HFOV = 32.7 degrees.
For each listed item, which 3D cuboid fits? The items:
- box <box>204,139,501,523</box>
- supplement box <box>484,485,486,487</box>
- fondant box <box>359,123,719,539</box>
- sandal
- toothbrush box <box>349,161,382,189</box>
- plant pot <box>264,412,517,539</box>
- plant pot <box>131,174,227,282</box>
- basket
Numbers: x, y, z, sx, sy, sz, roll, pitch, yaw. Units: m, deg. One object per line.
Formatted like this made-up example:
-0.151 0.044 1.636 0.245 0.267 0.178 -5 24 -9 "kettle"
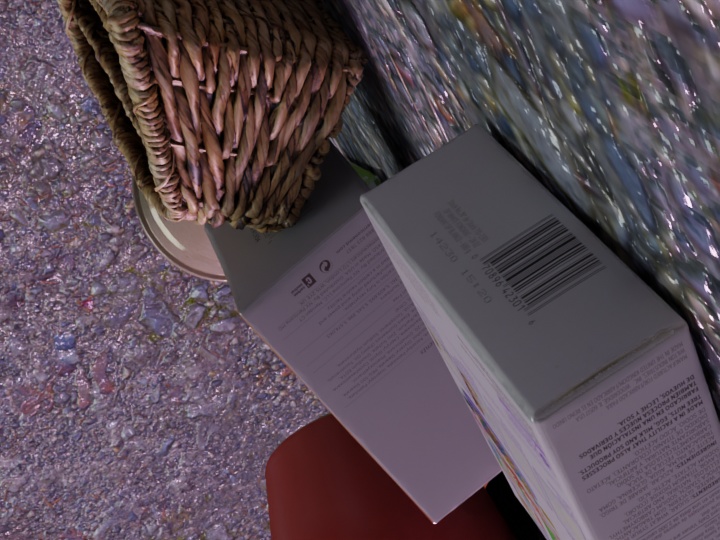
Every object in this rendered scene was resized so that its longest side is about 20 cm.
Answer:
0.010 0.034 0.746 0.200 0.097 0.125 50 -177 -29 "box"
0.132 0.209 1.048 0.201 0.066 0.069 62 176 -35 "supplement box"
0.084 0.062 0.466 0.201 0.058 0.145 62 175 -38 "fondant box"
0.128 0.153 0.880 0.075 0.045 0.201 50 158 33 "sandal"
0.000 0.000 0.960 0.147 0.086 0.200 59 176 -11 "toothbrush box"
0.020 0.206 0.910 0.201 0.198 0.179 63 -176 -60 "plant pot"
-0.118 -0.098 1.189 0.202 0.199 0.183 58 165 -2 "plant pot"
-0.117 -0.117 0.674 0.148 0.144 0.201 5 -144 -36 "basket"
